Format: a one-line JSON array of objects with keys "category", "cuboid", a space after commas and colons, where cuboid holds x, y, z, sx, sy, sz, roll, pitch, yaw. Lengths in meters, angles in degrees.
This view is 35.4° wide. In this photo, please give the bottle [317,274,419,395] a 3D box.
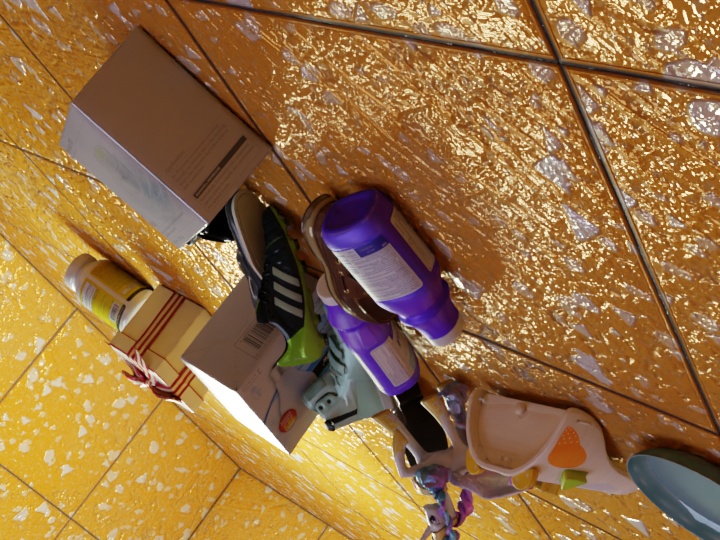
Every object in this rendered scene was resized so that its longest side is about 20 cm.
[{"category": "bottle", "cuboid": [0.009, 0.074, 1.427, 0.201, 0.065, 0.084, 55, -173, -42]}]

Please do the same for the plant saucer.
[{"category": "plant saucer", "cuboid": [0.384, 0.254, 1.233, 0.199, 0.028, 0.201, 35, 163, 12]}]

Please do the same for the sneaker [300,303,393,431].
[{"category": "sneaker", "cuboid": [-0.038, 0.136, 1.573, 0.074, 0.117, 0.203, -122, 8, -65]}]

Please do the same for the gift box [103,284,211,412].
[{"category": "gift box", "cuboid": [-0.394, 0.156, 2.291, 0.183, 0.188, 0.201, 20, 156, 44]}]

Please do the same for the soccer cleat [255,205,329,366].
[{"category": "soccer cleat", "cuboid": [-0.101, 0.022, 1.417, 0.068, 0.080, 0.204, 171, 83, -88]}]

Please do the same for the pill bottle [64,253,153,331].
[{"category": "pill bottle", "cuboid": [-0.542, 0.048, 2.444, 0.198, 0.113, 0.113, 32, 162, 20]}]

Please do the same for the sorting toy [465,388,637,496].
[{"category": "sorting toy", "cuboid": [0.244, 0.232, 1.390, 0.178, 0.109, 0.199, 24, 170, -26]}]

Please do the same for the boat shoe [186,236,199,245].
[{"category": "boat shoe", "cuboid": [-0.262, -0.110, 1.559, 0.072, 0.062, 0.201, 25, 158, 36]}]

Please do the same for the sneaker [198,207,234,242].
[{"category": "sneaker", "cuboid": [-0.226, -0.107, 1.461, 0.111, 0.077, 0.200, 27, 164, 50]}]

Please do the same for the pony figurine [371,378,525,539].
[{"category": "pony figurine", "cuboid": [0.131, 0.256, 1.513, 0.166, 0.190, 0.203, -177, 63, -81]}]

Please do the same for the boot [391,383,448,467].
[{"category": "boot", "cuboid": [0.085, 0.259, 1.690, 0.201, 0.063, 0.189, 90, 167, -65]}]

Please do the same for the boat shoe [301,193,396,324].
[{"category": "boat shoe", "cuboid": [0.000, -0.001, 1.288, 0.067, 0.072, 0.201, 25, 156, 41]}]

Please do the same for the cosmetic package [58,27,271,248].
[{"category": "cosmetic package", "cuboid": [-0.234, -0.145, 1.314, 0.200, 0.123, 0.199, 42, 162, -9]}]

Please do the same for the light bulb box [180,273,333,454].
[{"category": "light bulb box", "cuboid": [-0.121, 0.120, 1.626, 0.124, 0.199, 0.201, 26, 161, 35]}]

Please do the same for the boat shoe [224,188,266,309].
[{"category": "boat shoe", "cuboid": [-0.139, -0.018, 1.473, 0.067, 0.072, 0.202, 4, 134, 30]}]

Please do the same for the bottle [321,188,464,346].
[{"category": "bottle", "cuboid": [0.042, 0.002, 1.205, 0.083, 0.066, 0.200, -15, 130, 36]}]
